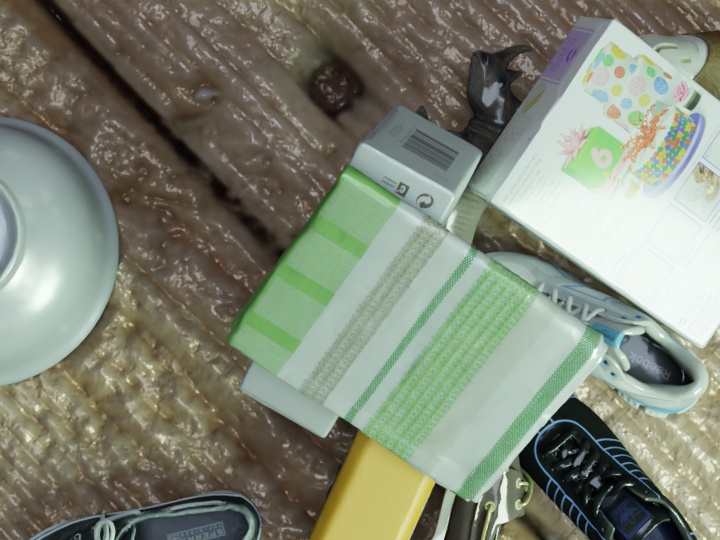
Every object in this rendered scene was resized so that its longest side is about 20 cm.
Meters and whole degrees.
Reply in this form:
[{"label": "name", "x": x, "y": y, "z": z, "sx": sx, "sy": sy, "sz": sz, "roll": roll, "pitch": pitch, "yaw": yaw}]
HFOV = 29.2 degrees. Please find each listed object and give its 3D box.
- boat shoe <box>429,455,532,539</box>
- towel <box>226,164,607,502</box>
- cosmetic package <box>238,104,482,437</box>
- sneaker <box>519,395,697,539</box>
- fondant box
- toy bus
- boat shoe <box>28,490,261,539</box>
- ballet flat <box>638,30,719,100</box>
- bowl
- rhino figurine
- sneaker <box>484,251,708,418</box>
[{"label": "boat shoe", "x": 0.085, "y": 0.161, "z": 0.956, "sx": 0.059, "sy": 0.072, "sz": 0.201, "roll": 18, "pitch": 96, "yaw": 9}, {"label": "towel", "x": 0.035, "y": 0.042, "z": 0.871, "sx": 0.199, "sy": 0.031, "sz": 0.149, "roll": 34, "pitch": 111, "yaw": -8}, {"label": "cosmetic package", "x": 0.000, "y": 0.000, "z": 0.927, "sx": 0.071, "sy": 0.101, "sz": 0.201, "roll": 29, "pitch": 115, "yaw": 4}, {"label": "sneaker", "x": 0.170, "y": 0.150, "z": 0.965, "sx": 0.070, "sy": 0.078, "sz": 0.200, "roll": -44, "pitch": 85, "yaw": -4}, {"label": "fondant box", "x": 0.196, "y": -0.060, "z": 0.956, "sx": 0.199, "sy": 0.058, "sz": 0.145, "roll": 33, "pitch": 94, "yaw": -20}, {"label": "toy bus", "x": 0.025, "y": 0.126, "z": 0.967, "sx": 0.065, "sy": 0.078, "sz": 0.201, "roll": 25, "pitch": 84, "yaw": 2}, {"label": "boat shoe", "x": -0.166, "y": 0.203, "z": 0.960, "sx": 0.198, "sy": 0.068, "sz": 0.074, "roll": -11, "pitch": 83, "yaw": -2}, {"label": "ballet flat", "x": 0.198, "y": -0.124, "z": 0.998, "sx": 0.200, "sy": 0.072, "sz": 0.068, "roll": -38, "pitch": 40, "yaw": -1}, {"label": "bowl", "x": -0.276, "y": -0.019, "z": 0.976, "sx": 0.199, "sy": 0.090, "sz": 0.203, "roll": 0, "pitch": 84, "yaw": -1}, {"label": "rhino figurine", "x": 0.068, "y": -0.078, "z": 0.998, "sx": 0.087, "sy": 0.060, "sz": 0.201, "roll": 33, "pitch": 88, "yaw": -1}, {"label": "sneaker", "x": 0.159, "y": 0.039, "z": 0.976, "sx": 0.199, "sy": 0.087, "sz": 0.075, "roll": 23, "pitch": 85, "yaw": 3}]
